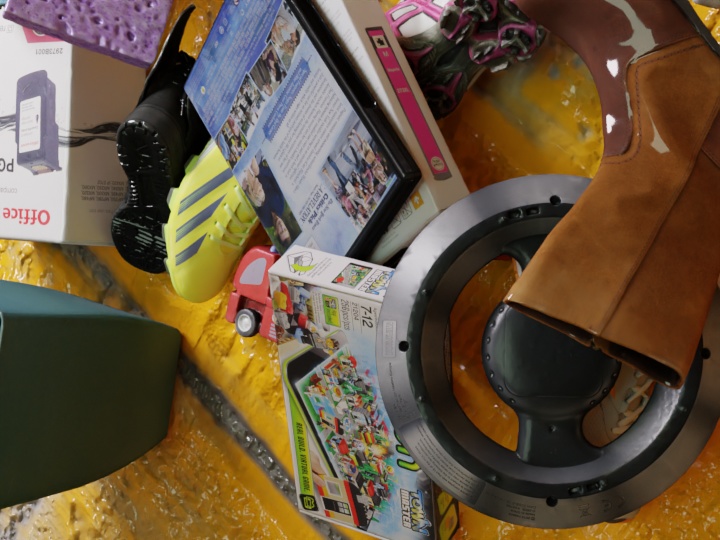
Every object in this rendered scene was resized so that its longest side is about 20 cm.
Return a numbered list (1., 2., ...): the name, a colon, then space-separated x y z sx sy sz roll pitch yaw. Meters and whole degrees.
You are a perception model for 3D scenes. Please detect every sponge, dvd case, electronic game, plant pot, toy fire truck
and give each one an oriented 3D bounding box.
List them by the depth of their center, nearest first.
1. electronic game: 0.108 0.045 0.823 0.200 0.042 0.200 0 86 4
2. dvd case: -0.043 -0.092 0.932 0.200 0.018 0.143 59 140 23
3. toy fire truck: 0.000 0.000 0.992 0.200 0.049 0.141 21 103 37
4. sponge: -0.174 -0.256 1.055 0.030 0.111 0.200 162 126 -73
5. plant pot: -0.238 0.083 1.082 0.141 0.200 0.141 15 99 37

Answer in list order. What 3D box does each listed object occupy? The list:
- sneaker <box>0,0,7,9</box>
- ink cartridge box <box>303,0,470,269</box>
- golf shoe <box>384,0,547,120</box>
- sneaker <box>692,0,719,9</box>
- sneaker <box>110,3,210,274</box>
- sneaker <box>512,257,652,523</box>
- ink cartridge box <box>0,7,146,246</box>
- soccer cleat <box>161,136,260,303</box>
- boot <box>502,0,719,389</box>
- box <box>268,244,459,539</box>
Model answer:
1. sneaker: -0.222 -0.286 1.086 0.200 0.096 0.079 -43 39 -12
2. ink cartridge box: -0.005 -0.104 0.921 0.095 0.037 0.200 -41 71 49
3. golf shoe: 0.059 -0.156 0.944 0.200 0.073 0.092 -24 34 47
4. sneaker: 0.219 -0.242 0.799 0.146 0.081 0.200 -2 95 34
5. sneaker: -0.139 -0.093 1.089 0.060 0.104 0.200 21 141 8
6. sneaker: 0.151 0.049 0.863 0.092 0.076 0.200 -13 84 32
7. ink cartridge box: -0.249 -0.121 1.161 0.145 0.084 0.200 4 93 38
8. soccer cleat: -0.080 -0.063 1.035 0.084 0.065 0.200 28 101 33
9. boot: 0.130 -0.059 0.797 0.188 0.068 0.200 32 74 -2
10. box: 0.005 0.085 0.930 0.110 0.035 0.200 14 128 27
